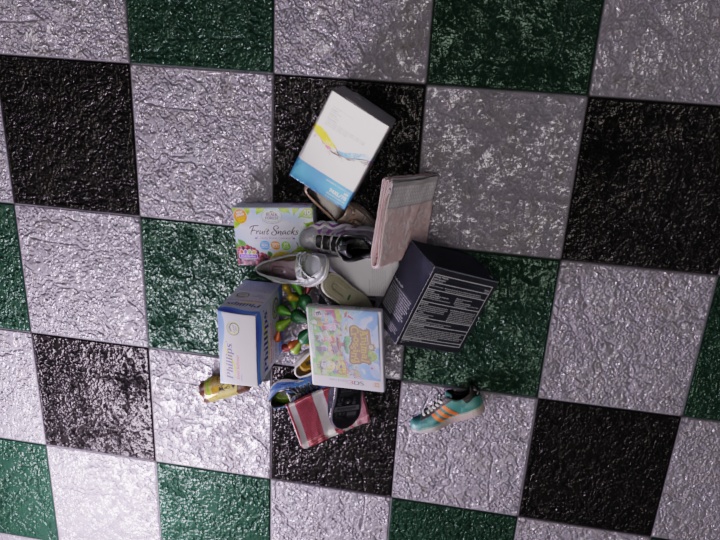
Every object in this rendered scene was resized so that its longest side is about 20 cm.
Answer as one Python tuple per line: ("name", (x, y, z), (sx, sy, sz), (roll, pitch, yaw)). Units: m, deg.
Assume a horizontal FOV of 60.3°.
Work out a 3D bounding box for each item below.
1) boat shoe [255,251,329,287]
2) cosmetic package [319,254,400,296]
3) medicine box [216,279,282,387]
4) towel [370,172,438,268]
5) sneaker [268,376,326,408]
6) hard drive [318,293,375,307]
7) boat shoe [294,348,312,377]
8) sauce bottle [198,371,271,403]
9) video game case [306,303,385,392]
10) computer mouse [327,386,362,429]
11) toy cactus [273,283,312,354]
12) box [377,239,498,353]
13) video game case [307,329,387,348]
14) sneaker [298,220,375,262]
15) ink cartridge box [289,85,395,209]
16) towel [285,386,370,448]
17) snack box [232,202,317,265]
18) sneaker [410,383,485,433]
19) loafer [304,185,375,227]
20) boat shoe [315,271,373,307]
("boat shoe", (-0.152, -0.004, 1.401), (0.198, 0.064, 0.077), (0, 84, 40))
("cosmetic package", (0.000, 0.000, 1.468), (0.194, 0.074, 0.104), (4, 117, 10))
("medicine box", (-0.262, 0.147, 1.494), (0.100, 0.201, 0.188), (4, 110, 8))
("towel", (0.099, -0.112, 1.359), (0.032, 0.198, 0.196), (22, 113, 33))
("sneaker", (-0.149, 0.313, 1.592), (0.196, 0.089, 0.080), (-22, 105, 13))
("hard drive", (-0.049, 0.156, 1.534), (0.136, 0.033, 0.205), (14, 110, 4))
("boat shoe", (-0.081, 0.199, 1.498), (0.197, 0.070, 0.072), (-30, 102, 18))
("sauce bottle", (-0.329, 0.293, 1.629), (0.195, 0.065, 0.066), (-20, 105, 13))
("video game case", (-0.032, 0.177, 1.416), (0.177, 0.022, 0.206), (3, 111, 15))
("computer mouse", (-0.032, 0.293, 1.530), (0.135, 0.053, 0.205), (3, 111, -28))
("toy cactus", (-0.129, 0.119, 1.490), (0.161, 0.102, 0.206), (17, 105, 27))
("box", (0.171, 0.061, 1.397), (0.196, 0.124, 0.202), (12, 116, -33))
("video game case", (-0.029, 0.160, 1.559), (0.142, 0.018, 0.201), (40, 110, -6))
("sneaker", (-0.050, -0.061, 1.369), (0.194, 0.140, 0.080), (-2, 105, 6))
("ink cartridge box", (-0.035, -0.270, 1.346), (0.144, 0.147, 0.203), (30, 111, -2))
("towel", (-0.079, 0.362, 1.584), (0.195, 0.023, 0.147), (-20, 115, -9))
("snack box", (-0.200, -0.087, 1.484), (0.194, 0.053, 0.146), (1, 109, 8))
("sneaker", (0.209, 0.343, 1.560), (0.195, 0.071, 0.082), (-22, 100, 10))
("loafer", (-0.050, -0.138, 1.437), (0.198, 0.063, 0.072), (37, 109, -4))
("boat shoe", (-0.032, 0.074, 1.446), (0.200, 0.067, 0.073), (47, 67, -28))
